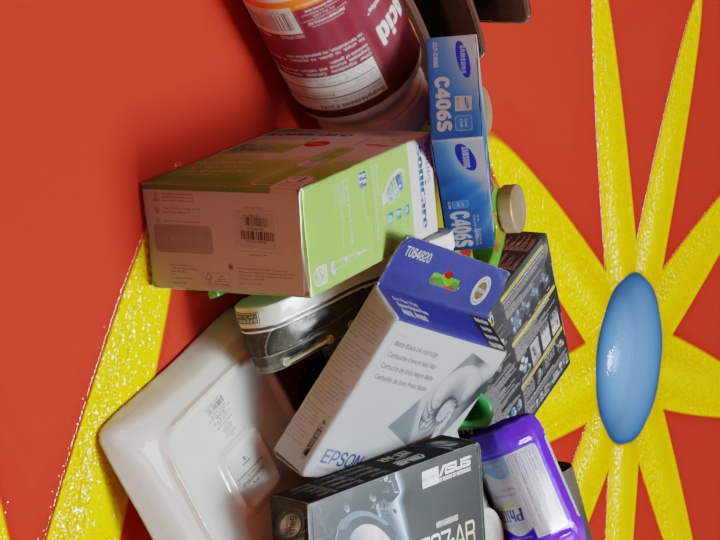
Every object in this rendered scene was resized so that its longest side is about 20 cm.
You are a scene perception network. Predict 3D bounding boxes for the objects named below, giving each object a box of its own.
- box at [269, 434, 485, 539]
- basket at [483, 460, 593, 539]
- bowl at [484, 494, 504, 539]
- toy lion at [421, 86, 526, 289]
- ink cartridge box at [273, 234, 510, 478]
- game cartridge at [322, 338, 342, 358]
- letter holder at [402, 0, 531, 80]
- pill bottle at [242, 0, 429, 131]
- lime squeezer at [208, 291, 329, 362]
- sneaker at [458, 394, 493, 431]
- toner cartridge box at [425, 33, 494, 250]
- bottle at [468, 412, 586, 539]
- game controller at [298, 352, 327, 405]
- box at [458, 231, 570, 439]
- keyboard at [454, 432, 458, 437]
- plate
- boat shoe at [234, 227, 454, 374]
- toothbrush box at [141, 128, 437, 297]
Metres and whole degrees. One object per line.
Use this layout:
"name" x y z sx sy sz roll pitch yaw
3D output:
"box" 0.019 0.230 1.588 0.199 0.043 0.161 -13 104 -45
"basket" 0.167 0.296 1.983 0.135 0.180 0.201 -12 94 -40
"bowl" 0.072 0.256 1.861 0.200 0.094 0.202 -10 101 -59
"toy lion" 0.081 -0.057 1.838 0.201 0.068 0.192 65 32 -41
"ink cartridge box" 0.041 0.080 1.617 0.201 0.041 0.199 -60 150 8
"game cartridge" 0.000 0.000 1.712 0.130 0.038 0.201 42 40 -51
"letter holder" 0.049 -0.249 1.705 0.101 0.141 0.200 -65 145 -31
"pill bottle" -0.018 -0.192 1.625 0.115 0.114 0.200 -65 144 -32
"lime squeezer" -0.066 0.028 1.643 0.200 0.038 0.071 38 59 -50
"sneaker" 0.066 0.089 1.837 0.200 0.083 0.075 46 53 -54
"toner cartridge box" 0.083 -0.101 1.660 0.200 0.043 0.096 75 11 -65
"bottle" 0.167 0.234 1.875 0.065 0.083 0.201 -23 90 -20
"game controller" 0.014 0.159 1.743 0.104 0.042 0.201 -42 108 -45
"box" 0.141 0.079 2.003 0.200 0.049 0.162 -49 136 -46
"keyboard" 0.070 0.139 1.768 0.056 0.011 0.201 -40 117 -62
"plate" -0.094 0.155 1.565 0.200 0.032 0.201 -44 113 -48
"boat shoe" -0.007 0.022 1.600 0.199 0.071 0.064 -24 107 -25
"toothbrush box" -0.051 -0.048 1.557 0.200 0.145 0.087 -25 115 -56
